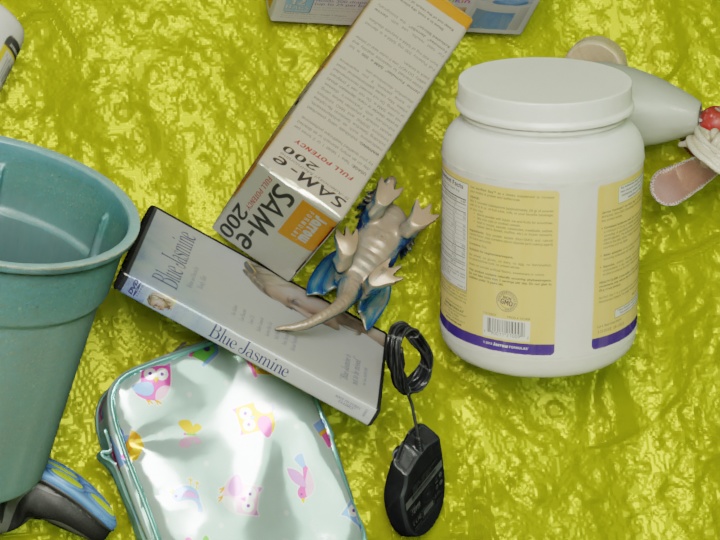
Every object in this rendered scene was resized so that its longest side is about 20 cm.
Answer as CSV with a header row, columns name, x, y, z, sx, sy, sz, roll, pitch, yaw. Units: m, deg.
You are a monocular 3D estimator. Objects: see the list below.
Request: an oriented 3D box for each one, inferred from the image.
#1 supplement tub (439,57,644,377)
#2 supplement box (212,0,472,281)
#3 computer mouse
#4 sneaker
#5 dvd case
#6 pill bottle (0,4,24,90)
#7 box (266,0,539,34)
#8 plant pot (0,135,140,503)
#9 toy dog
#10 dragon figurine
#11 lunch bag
name,x,y,z,sx,sy,sz,roll,pitch,yaw
supplement tub,0.129,-0.040,1.615,0.145,0.145,0.201,-4,111,-13
supplement box,-0.013,-0.105,1.625,0.073,0.126,0.200,35,62,-4
computer mouse,0.029,0.112,1.599,0.034,0.200,0.059,19,45,28
sneaker,-0.269,0.161,1.577,0.199,0.071,0.083,11,91,-8
dvd case,-0.072,0.028,1.582,0.200,0.143,0.018,29,110,-7
pill bottle,-0.324,-0.104,1.586,0.111,0.111,0.200,25,75,-6
box,0.035,-0.248,1.680,0.199,0.113,0.102,2,68,-11
plant pot,-0.262,0.037,1.494,0.200,0.200,0.197,11,113,-10
toy dog,0.221,-0.094,1.703,0.200,0.097,0.132,34,31,25
dragon figurine,0.000,0.000,1.626,0.059,0.099,0.200,31,56,1
lunch bag,-0.097,0.144,1.605,0.160,0.077,0.200,-20,84,-13
